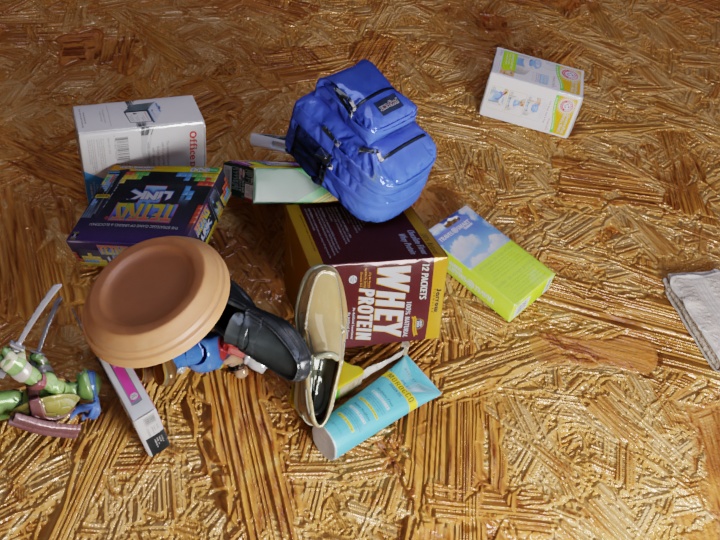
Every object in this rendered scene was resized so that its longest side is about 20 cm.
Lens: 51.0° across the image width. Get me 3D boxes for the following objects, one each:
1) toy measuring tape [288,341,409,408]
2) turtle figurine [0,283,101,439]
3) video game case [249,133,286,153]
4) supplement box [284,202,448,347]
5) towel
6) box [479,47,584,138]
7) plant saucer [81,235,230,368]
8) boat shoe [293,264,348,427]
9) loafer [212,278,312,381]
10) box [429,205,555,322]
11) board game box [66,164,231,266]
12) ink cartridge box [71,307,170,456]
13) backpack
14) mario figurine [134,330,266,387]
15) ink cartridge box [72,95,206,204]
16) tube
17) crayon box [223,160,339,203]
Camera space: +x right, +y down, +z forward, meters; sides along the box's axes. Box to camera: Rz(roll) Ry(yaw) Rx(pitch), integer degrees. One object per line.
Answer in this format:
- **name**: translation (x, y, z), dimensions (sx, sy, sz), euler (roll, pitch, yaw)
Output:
- **toy measuring tape**: translation (-0.023, 0.131, 1.058), dimensions (0.197, 0.075, 0.074), euler (-28, 57, -28)
- **turtle figurine**: translation (-0.434, 0.123, 0.933), dimensions (0.190, 0.205, 0.143), euler (-22, 24, -22)
- **video game case**: translation (-0.064, -0.207, 1.310), dimensions (0.178, 0.024, 0.199), euler (18, 15, 27)
- **supplement box**: translation (0.000, 0.000, 1.107), dimensions (0.195, 0.136, 0.198), euler (-4, 30, -15)
- **towel**: translation (0.603, 0.079, 1.263), dimensions (0.129, 0.035, 0.203), euler (-4, 49, -15)
- **box**: translation (0.363, -0.375, 1.592), dimensions (0.195, 0.103, 0.114), euler (17, 46, 5)
- **plant saucer**: translation (-0.263, 0.028, 0.954), dimensions (0.195, 0.038, 0.204), euler (-7, 50, 8)
- **boat shoe**: translation (-0.045, 0.097, 0.954), dimensions (0.070, 0.206, 0.076), euler (-1, 6, -15)
- **loafer**: translation (-0.142, 0.078, 0.955), dimensions (0.199, 0.069, 0.070), euler (35, 32, 29)
- **box**: translation (0.211, -0.016, 1.261), dimensions (0.121, 0.048, 0.199), euler (-31, 59, -34)
- **board game box**: translation (-0.314, -0.083, 1.131), dimensions (0.195, 0.057, 0.168), euler (3, 49, 16)
- **ink cartridge box**: translation (-0.311, 0.137, 0.976), dimensions (0.037, 0.096, 0.200), euler (-30, 58, -22)
- **backpack**: translation (0.008, -0.180, 1.081), dimensions (0.161, 0.169, 0.201), euler (-33, 74, -29)
- **mario figurine**: translation (-0.196, 0.124, 1.015), dimensions (0.197, 0.108, 0.123), euler (-11, 44, -43)
- **ink cartridge box**: translation (-0.361, -0.196, 1.245), dimensions (0.195, 0.149, 0.087), euler (-12, 48, -22)
- **tube**: translation (0.022, 0.188, 1.038), dimensions (0.198, 0.051, 0.078), euler (-27, 68, -37)
- **crayon box**: translation (-0.118, -0.144, 1.224), dimensions (0.168, 0.060, 0.199), euler (-1, 11, -23)
